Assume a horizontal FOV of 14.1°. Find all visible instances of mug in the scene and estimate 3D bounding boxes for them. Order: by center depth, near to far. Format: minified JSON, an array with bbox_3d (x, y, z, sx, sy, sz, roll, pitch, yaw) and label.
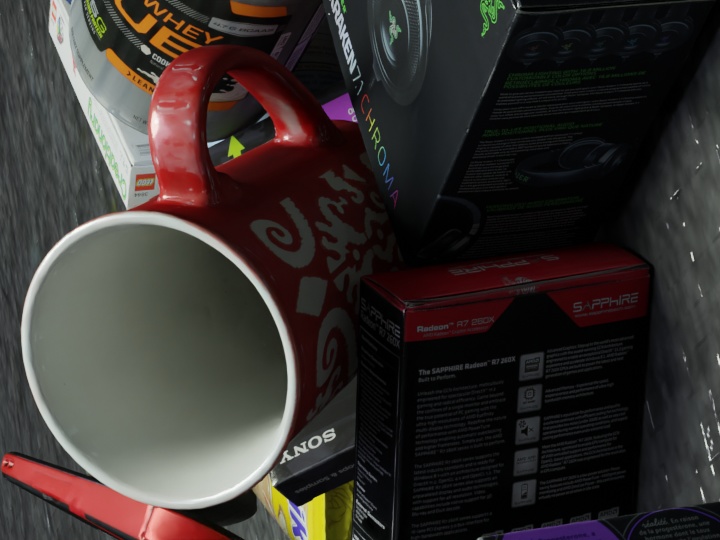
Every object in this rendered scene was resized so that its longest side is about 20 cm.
[{"bbox_3d":[-0.037,-0.007,1.304,0.133,0.200,0.178,32,118,13],"label":"mug"}]

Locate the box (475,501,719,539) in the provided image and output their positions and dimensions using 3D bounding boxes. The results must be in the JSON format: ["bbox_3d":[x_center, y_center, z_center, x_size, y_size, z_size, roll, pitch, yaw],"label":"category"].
[{"bbox_3d":[0.096,0.203,1.220,0.201,0.121,0.106,105,152,-47],"label":"box"}]

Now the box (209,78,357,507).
[{"bbox_3d":[0.000,0.000,1.449,0.036,0.142,0.201,40,-152,-56],"label":"box"}]

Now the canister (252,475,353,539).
[{"bbox_3d":[-0.009,0.087,1.566,0.200,0.086,0.150,-137,44,-66],"label":"canister"}]

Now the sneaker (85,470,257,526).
[{"bbox_3d":[-0.112,0.072,1.667,0.200,0.076,0.112,46,-148,-65],"label":"sneaker"}]

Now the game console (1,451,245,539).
[{"bbox_3d":[-0.085,0.160,1.622,0.176,0.200,0.031,19,78,48],"label":"game console"}]

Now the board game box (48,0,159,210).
[{"bbox_3d":[-0.102,-0.108,1.728,0.200,0.125,0.035,-117,29,-50],"label":"board game box"}]

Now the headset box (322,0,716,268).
[{"bbox_3d":[0.063,-0.129,1.260,0.200,0.092,0.175,113,146,-54],"label":"headset box"}]

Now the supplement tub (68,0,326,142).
[{"bbox_3d":[-0.068,-0.159,1.445,0.200,0.122,0.123,124,138,-58],"label":"supplement tub"}]

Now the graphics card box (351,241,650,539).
[{"bbox_3d":[0.060,0.092,1.295,0.051,0.125,0.201,35,129,57],"label":"graphics card box"}]

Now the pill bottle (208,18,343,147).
[{"bbox_3d":[-0.051,-0.109,1.603,0.109,0.108,0.201,118,142,-59],"label":"pill bottle"}]
